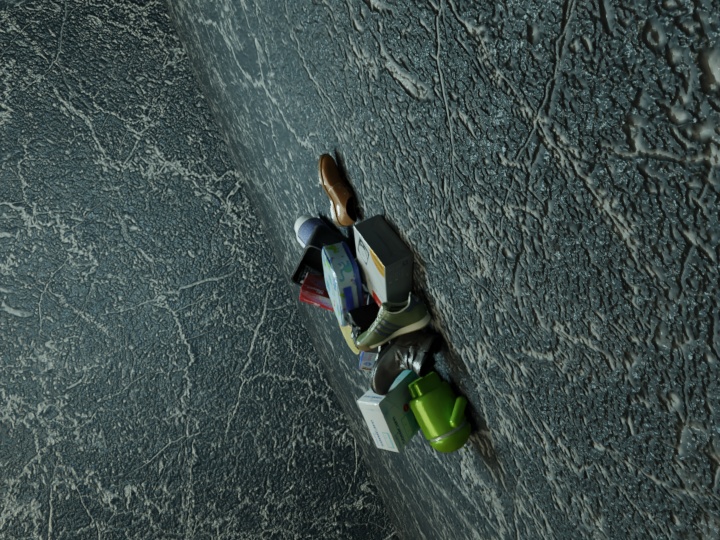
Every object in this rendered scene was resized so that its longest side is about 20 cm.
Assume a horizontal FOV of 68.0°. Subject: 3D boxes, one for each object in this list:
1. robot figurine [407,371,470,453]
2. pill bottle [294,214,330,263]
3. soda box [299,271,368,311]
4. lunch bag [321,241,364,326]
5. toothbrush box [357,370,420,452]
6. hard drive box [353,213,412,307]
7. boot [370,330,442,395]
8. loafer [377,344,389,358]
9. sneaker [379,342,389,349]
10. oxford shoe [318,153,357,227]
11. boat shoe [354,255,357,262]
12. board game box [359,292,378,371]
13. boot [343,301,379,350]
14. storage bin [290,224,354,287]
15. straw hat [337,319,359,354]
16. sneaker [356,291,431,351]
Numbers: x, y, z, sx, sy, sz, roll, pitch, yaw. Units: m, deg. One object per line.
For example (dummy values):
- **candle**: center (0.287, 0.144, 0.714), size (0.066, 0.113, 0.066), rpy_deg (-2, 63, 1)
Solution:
- **robot figurine**: center (0.198, 0.360, 1.330), size (0.202, 0.115, 0.175), rpy_deg (62, 153, 10)
- **pill bottle**: center (-0.148, -0.111, 1.779), size (0.200, 0.110, 0.112), rpy_deg (45, 156, 51)
- **soda box**: center (-0.079, 0.077, 1.596), size (0.197, 0.071, 0.064), rpy_deg (18, 145, 1)
- **lunch bag**: center (-0.044, 0.040, 1.435), size (0.162, 0.081, 0.202), rpy_deg (-116, 15, -50)
- **toothbrush box**: center (0.104, 0.350, 1.403), size (0.085, 0.199, 0.148), rpy_deg (-8, 109, 48)
- **hard drive box**: center (0.058, -0.008, 1.307), size (0.156, 0.076, 0.201), rpy_deg (54, 162, 37)
- **boot**: center (0.107, 0.227, 1.281), size (0.069, 0.202, 0.131), rpy_deg (23, -179, -39)
- **loafer**: center (0.081, 0.322, 1.577), size (0.068, 0.074, 0.204), rpy_deg (158, 108, -74)
- **sneaker**: center (0.106, 0.305, 1.638), size (0.200, 0.075, 0.088), rpy_deg (50, 153, 32)
- **oxford shoe**: center (-0.053, -0.217, 1.416), size (0.071, 0.071, 0.203), rpy_deg (-3, 114, 44)
- **boat shoe**: center (0.000, 0.000, 1.557), size (0.068, 0.072, 0.200), rpy_deg (37, 158, -1)
- **board game box**: center (0.031, 0.164, 1.527), size (0.201, 0.040, 0.202), rpy_deg (100, 178, -66)
- **boot**: center (0.064, 0.169, 1.382), size (0.202, 0.166, 0.076), rpy_deg (63, 160, 4)
- **storage bin**: center (-0.117, -0.026, 1.625), size (0.134, 0.095, 0.201), rpy_deg (26, 138, -8)
- **straw hat**: center (-0.011, 0.174, 1.812), size (0.202, 0.084, 0.203), rpy_deg (55, 158, 35)
- **sneaker**: center (0.064, 0.116, 1.274), size (0.091, 0.198, 0.067), rpy_deg (60, -160, -15)
